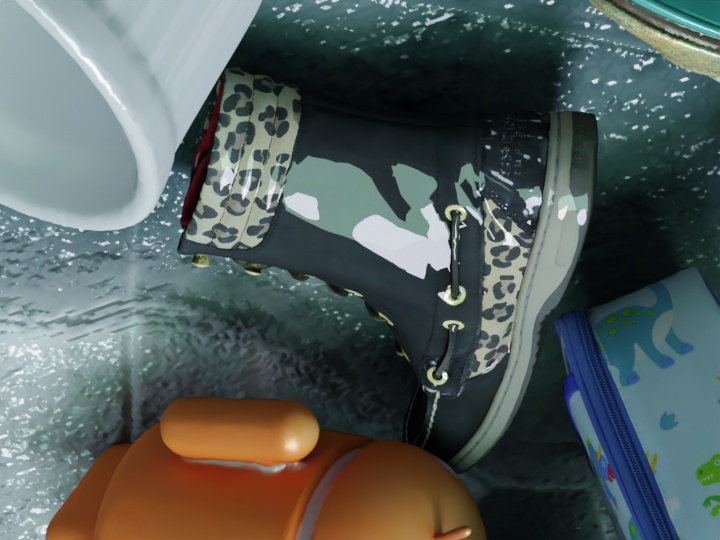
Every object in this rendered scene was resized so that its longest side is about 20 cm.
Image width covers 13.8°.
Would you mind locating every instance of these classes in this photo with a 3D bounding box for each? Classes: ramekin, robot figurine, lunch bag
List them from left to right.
[{"bbox_3d":[-0.125,-0.113,0.970,0.200,0.098,0.201,30,160,12],"label":"ramekin"},{"bbox_3d":[-0.031,0.123,1.245,0.199,0.145,0.116,5,-179,30],"label":"robot figurine"},{"bbox_3d":[0.143,0.095,1.225,0.082,0.161,0.200,-22,158,3],"label":"lunch bag"}]

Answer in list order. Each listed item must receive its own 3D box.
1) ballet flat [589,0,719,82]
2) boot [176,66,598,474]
[{"bbox_3d":[0.168,-0.096,1.132,0.199,0.071,0.071,2,135,-12],"label":"ballet flat"},{"bbox_3d":[0.000,-0.002,1.194,0.153,0.074,0.204,10,140,-8],"label":"boot"}]
